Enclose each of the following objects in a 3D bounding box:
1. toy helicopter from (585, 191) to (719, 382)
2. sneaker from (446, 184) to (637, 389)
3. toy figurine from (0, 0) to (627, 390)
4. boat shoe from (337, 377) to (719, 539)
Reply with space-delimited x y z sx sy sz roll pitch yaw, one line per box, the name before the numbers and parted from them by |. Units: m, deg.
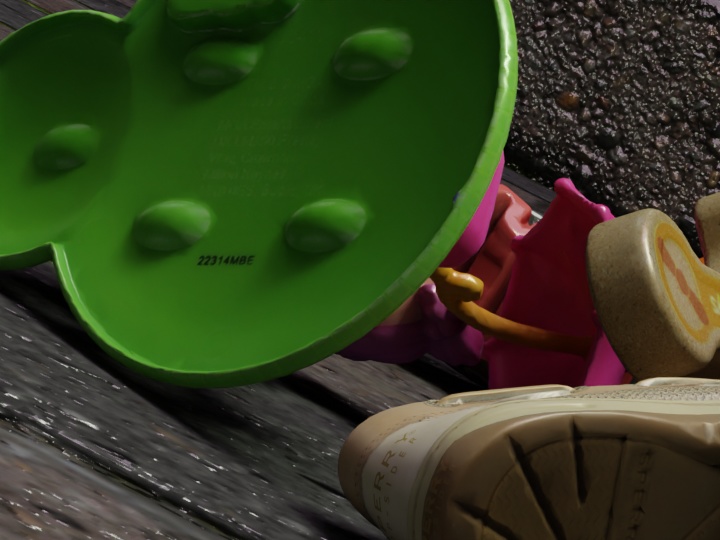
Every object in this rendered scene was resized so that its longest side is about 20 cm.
toy helicopter | 0.115 0.034 0.830 0.079 0.133 0.200 -18 -22 24
sneaker | 0.078 0.024 1.069 0.200 0.071 0.098 35 1 24
toy figurine | 0.000 0.000 0.857 0.199 0.151 0.184 -1 -26 34
boat shoe | 0.089 0.058 0.743 0.199 0.072 0.064 11 6 -33
